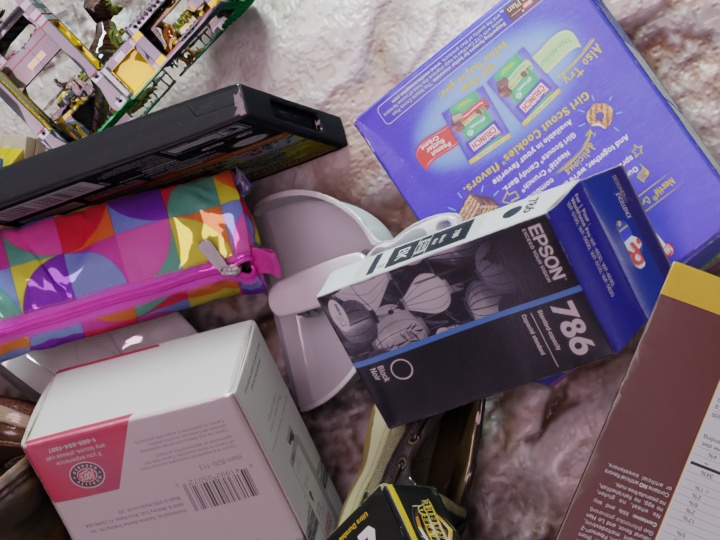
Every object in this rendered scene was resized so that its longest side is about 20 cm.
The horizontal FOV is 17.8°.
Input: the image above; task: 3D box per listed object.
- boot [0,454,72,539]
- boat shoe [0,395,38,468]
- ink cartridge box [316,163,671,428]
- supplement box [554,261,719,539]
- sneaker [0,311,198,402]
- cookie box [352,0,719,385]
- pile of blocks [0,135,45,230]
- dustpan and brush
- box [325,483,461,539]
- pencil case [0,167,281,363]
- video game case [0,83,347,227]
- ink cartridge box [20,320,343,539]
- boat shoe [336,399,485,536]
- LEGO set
[{"bbox_3d":[-0.192,0.178,1.454,0.075,0.200,0.097,-38,78,-12],"label":"boot"},{"bbox_3d":[-0.261,0.122,1.511,0.202,0.074,0.075,-6,73,53],"label":"boat shoe"},{"bbox_3d":[0.082,0.018,1.343,0.199,0.039,0.100,-22,108,25],"label":"ink cartridge box"},{"bbox_3d":[0.186,0.140,1.202,0.132,0.198,0.201,21,71,15],"label":"supplement box"},{"bbox_3d":[-0.190,0.033,1.533,0.199,0.074,0.116,30,75,30],"label":"sneaker"},{"bbox_3d":[0.121,-0.058,1.416,0.171,0.075,0.201,-37,73,15],"label":"cookie box"},{"bbox_3d":[-0.251,-0.026,1.506,0.062,0.082,0.201,4,48,29],"label":"pile of blocks"},{"bbox_3d":[0.000,0.000,1.429,0.199,0.057,0.141,-22,78,37],"label":"dustpan and brush"},{"bbox_3d":[0.002,0.244,1.323,0.200,0.049,0.160,-47,52,32],"label":"box"},{"bbox_3d":[-0.154,-0.003,1.442,0.198,0.088,0.089,-16,79,-4],"label":"pencil case"},{"bbox_3d":[-0.128,-0.066,1.451,0.199,0.181,0.026,-19,81,17],"label":"video game case"},{"bbox_3d":[-0.097,0.148,1.420,0.145,0.083,0.201,-15,119,18],"label":"ink cartridge box"},{"bbox_3d":[0.033,0.146,1.405,0.064,0.073,0.202,-7,66,43],"label":"boat shoe"},{"bbox_3d":[-0.168,-0.163,1.491,0.116,0.154,0.200,45,108,1],"label":"LEGO set"}]
